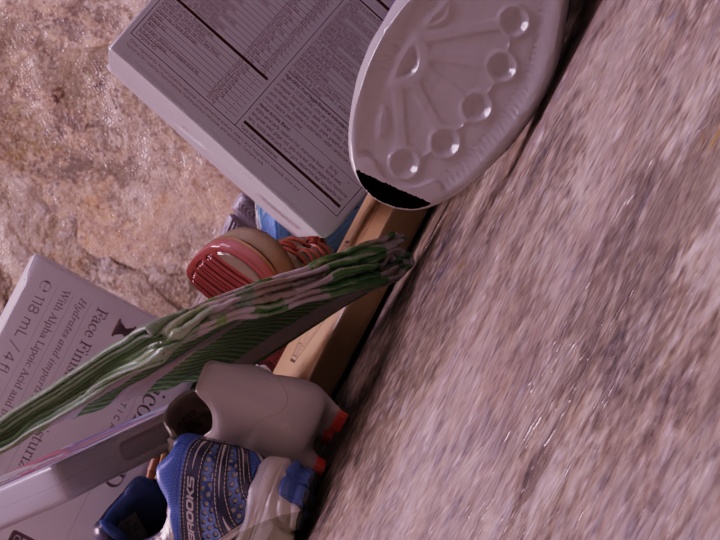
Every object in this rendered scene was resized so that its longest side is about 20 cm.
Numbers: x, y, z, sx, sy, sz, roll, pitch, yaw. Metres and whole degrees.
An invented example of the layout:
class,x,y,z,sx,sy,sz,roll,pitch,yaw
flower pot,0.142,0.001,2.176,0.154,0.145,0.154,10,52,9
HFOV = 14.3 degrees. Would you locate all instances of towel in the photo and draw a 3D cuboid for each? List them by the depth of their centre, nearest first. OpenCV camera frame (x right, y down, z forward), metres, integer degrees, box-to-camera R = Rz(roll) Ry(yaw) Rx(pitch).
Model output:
class,x,y,z,sx,sy,sz,roll,pitch,yaw
towel,-0.079,0.039,1.386,0.152,0.023,0.200,-31,-6,38

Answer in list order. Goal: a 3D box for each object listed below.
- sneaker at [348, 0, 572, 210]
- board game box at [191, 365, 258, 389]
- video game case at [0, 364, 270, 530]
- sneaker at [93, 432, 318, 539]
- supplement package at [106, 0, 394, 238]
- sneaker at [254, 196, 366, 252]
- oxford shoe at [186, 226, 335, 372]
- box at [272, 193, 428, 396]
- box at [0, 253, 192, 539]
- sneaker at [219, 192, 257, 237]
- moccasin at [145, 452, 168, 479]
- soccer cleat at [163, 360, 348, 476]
class,x,y,z,sx,sy,sz,roll,pitch,yaw
sneaker,0.061,-0.120,1.318,0.146,0.080,0.201,-21,-45,-85
board game box,-0.112,0.134,1.837,0.152,0.047,0.200,-64,5,-10
video game case,-0.166,0.111,1.504,0.199,0.023,0.182,-25,0,37
sneaker,-0.089,0.138,1.376,0.200,0.085,0.077,-58,6,46
supplement package,-0.014,-0.137,1.478,0.200,0.147,0.191,-49,5,-2
sneaker,-0.004,-0.087,1.745,0.201,0.078,0.090,-62,8,9
oxford shoe,-0.051,0.001,1.666,0.075,0.070,0.200,-51,-8,-11
box,0.000,0.000,1.552,0.201,0.021,0.163,-62,6,-2
box,-0.206,0.120,1.852,0.200,0.130,0.200,-65,6,-15
sneaker,-0.019,-0.064,1.857,0.200,0.077,0.112,-52,1,2
moccasin,-0.142,0.187,1.684,0.202,0.077,0.074,-62,5,10
soccer cleat,-0.067,0.093,1.424,0.070,0.077,0.200,-65,5,-28
